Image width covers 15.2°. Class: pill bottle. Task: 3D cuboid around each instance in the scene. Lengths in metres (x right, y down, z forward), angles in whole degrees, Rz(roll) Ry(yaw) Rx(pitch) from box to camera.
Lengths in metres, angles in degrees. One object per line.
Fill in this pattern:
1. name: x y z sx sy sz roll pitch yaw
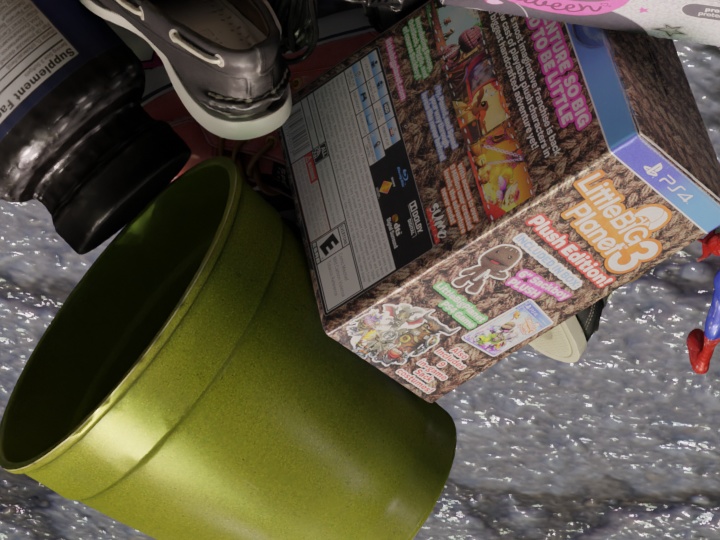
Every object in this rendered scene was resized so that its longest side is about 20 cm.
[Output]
1. pill bottle: -0.190 -0.110 1.485 0.200 0.112 0.112 47 150 3

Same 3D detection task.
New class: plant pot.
1. plant pot: -0.059 0.077 1.451 0.193 0.201 0.200 38 145 -19

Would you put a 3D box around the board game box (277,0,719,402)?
1. board game box: 0.070 -0.057 1.410 0.200 0.160 0.097 -32 139 22

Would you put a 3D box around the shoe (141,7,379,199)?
1. shoe: -0.060 -0.076 1.544 0.199 0.091 0.072 -20 142 3

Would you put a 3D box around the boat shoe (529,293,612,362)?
1. boat shoe: 0.116 -0.030 1.698 0.072 0.068 0.200 26 151 35

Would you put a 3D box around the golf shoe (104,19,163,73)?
1. golf shoe: -0.148 -0.113 1.584 0.072 0.092 0.200 13 152 0

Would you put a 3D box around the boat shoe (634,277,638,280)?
1. boat shoe: 0.154 -0.052 1.618 0.062 0.074 0.200 3 152 20

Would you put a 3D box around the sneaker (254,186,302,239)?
1. sneaker: 0.000 0.000 1.553 0.199 0.114 0.076 3 121 17

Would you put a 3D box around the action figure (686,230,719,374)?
1. action figure: 0.248 -0.003 1.709 0.065 0.052 0.200 5 149 -2

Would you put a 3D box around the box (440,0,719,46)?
1. box: 0.145 -0.189 1.302 0.199 0.115 0.132 10 153 2

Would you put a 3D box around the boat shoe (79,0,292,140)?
1. boat shoe: -0.101 -0.151 1.431 0.074 0.200 0.060 -22 141 -19

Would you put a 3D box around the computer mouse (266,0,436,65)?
1. computer mouse: 0.044 -0.175 1.427 0.199 0.046 0.141 -5 142 -8
